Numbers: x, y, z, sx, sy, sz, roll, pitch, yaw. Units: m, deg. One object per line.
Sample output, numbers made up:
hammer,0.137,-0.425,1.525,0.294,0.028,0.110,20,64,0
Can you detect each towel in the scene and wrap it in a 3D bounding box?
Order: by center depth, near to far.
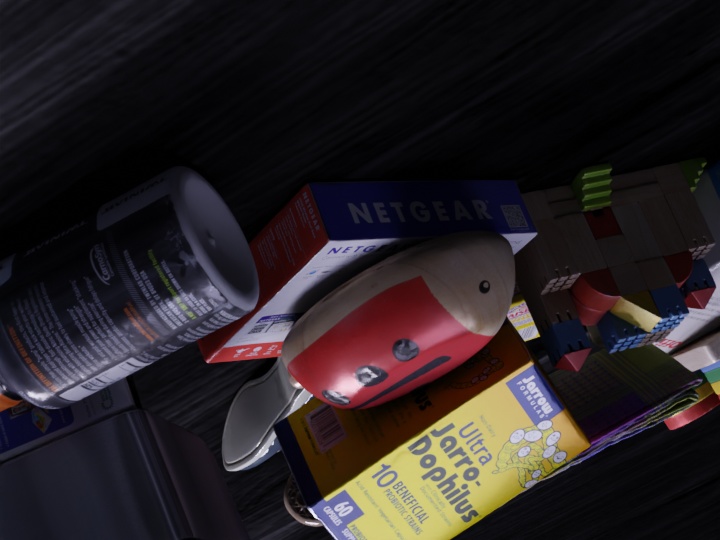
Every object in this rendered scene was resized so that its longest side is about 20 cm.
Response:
towel,0.163,0.120,1.556,0.200,0.023,0.144,-28,-160,-7

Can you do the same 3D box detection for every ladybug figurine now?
ladybug figurine,0.030,0.043,1.400,0.200,0.072,0.136,-33,156,28

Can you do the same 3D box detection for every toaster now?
toaster,-0.191,0.194,1.364,0.181,0.119,0.200,-26,162,7

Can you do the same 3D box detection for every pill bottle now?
pill bottle,-0.174,0.022,1.250,0.200,0.106,0.106,-27,158,14

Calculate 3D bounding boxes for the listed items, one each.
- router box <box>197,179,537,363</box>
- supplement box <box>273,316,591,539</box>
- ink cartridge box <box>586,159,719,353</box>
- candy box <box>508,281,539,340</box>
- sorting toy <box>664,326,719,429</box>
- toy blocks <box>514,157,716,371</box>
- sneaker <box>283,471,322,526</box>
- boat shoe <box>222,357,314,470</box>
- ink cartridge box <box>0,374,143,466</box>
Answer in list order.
router box,0.000,0.000,1.438,0.200,0.049,0.179,-3,152,-38
supplement box,0.053,0.126,1.477,0.200,0.110,0.109,-34,125,3
ink cartridge box,0.290,-0.014,1.627,0.200,0.084,0.146,-32,156,27
candy box,0.084,0.051,1.669,0.200,0.026,0.102,-16,155,-13
sorting toy,0.352,0.067,1.765,0.200,0.070,0.199,-32,179,-25
toy blocks,0.200,-0.001,1.502,0.200,0.137,0.100,-12,157,-23
sneaker,0.018,0.143,1.613,0.200,0.070,0.076,-44,163,-15
boat shoe,-0.055,0.107,1.615,0.062,0.075,0.200,7,138,-31
ink cartridge box,-0.258,0.092,1.349,0.200,0.100,0.039,-21,160,2
